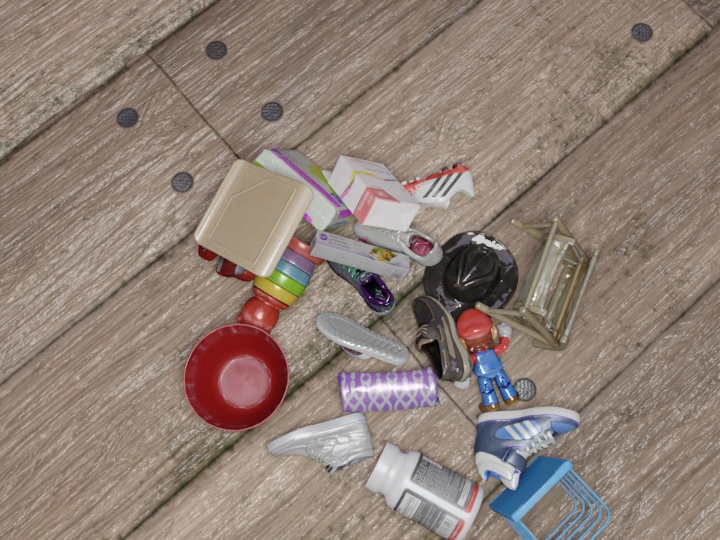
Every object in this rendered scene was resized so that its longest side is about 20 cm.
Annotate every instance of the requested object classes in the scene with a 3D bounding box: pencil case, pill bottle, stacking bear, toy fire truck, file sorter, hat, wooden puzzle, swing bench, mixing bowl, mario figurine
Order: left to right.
[{"bbox_3d":[-0.231,0.212,1.447,0.200,0.108,0.201,0,76,2],"label":"mixing bowl"},{"bbox_3d":[-0.220,-0.074,1.473,0.112,0.168,0.200,28,75,-32],"label":"toy fire truck"},{"bbox_3d":[-0.199,-0.099,1.395,0.200,0.037,0.185,26,85,32],"label":"wooden puzzle"},{"bbox_3d":[-0.167,0.031,1.492,0.121,0.114,0.200,31,87,-10],"label":"stacking bear"},{"bbox_3d":[0.056,0.228,1.455,0.199,0.084,0.086,-3,38,-2],"label":"pencil case"},{"bbox_3d":[0.117,0.408,1.389,0.200,0.116,0.116,28,78,7],"label":"pill bottle"},{"bbox_3d":[0.227,0.007,1.505,0.200,0.081,0.201,0,77,0],"label":"hat"},{"bbox_3d":[0.245,0.172,1.480,0.123,0.106,0.200,-14,85,-41],"label":"mario figurine"},{"bbox_3d":[0.358,0.028,1.433,0.200,0.130,0.199,31,75,-31],"label":"swing bench"},{"bbox_3d":[0.338,0.428,1.339,0.139,0.200,0.123,-42,81,-9],"label":"file sorter"}]

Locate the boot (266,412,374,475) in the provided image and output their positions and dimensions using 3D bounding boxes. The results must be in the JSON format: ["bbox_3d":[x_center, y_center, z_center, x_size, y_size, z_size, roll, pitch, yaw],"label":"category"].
[{"bbox_3d":[-0.074,0.345,1.428,0.200,0.074,0.096,-17,69,-4],"label":"boot"}]

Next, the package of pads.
[{"bbox_3d":[-0.108,-0.167,1.518,0.200,0.154,0.068,42,109,10],"label":"package of pads"}]

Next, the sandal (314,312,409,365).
[{"bbox_3d":[-0.003,0.148,1.487,0.202,0.082,0.050,25,121,5],"label":"sandal"}]

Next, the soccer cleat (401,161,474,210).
[{"bbox_3d":[0.142,-0.157,1.557,0.200,0.069,0.085,-21,91,-2],"label":"soccer cleat"}]

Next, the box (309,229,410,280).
[{"bbox_3d":[0.000,-0.029,1.463,0.200,0.041,0.039,15,49,-17],"label":"box"}]

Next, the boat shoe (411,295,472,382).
[{"bbox_3d":[0.145,0.129,1.450,0.073,0.075,0.200,-4,47,-31],"label":"boat shoe"}]

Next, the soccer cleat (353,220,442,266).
[{"bbox_3d":[0.076,-0.072,1.517,0.200,0.086,0.070,22,77,15],"label":"soccer cleat"}]

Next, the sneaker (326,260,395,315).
[{"bbox_3d":[0.000,0.000,1.507,0.074,0.088,0.200,-42,79,-9],"label":"sneaker"}]

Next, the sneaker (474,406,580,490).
[{"bbox_3d":[0.312,0.338,1.395,0.200,0.081,0.147,-7,57,18],"label":"sneaker"}]

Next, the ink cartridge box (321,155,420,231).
[{"bbox_3d":[0.016,-0.165,1.493,0.200,0.116,0.068,53,125,41],"label":"ink cartridge box"}]
